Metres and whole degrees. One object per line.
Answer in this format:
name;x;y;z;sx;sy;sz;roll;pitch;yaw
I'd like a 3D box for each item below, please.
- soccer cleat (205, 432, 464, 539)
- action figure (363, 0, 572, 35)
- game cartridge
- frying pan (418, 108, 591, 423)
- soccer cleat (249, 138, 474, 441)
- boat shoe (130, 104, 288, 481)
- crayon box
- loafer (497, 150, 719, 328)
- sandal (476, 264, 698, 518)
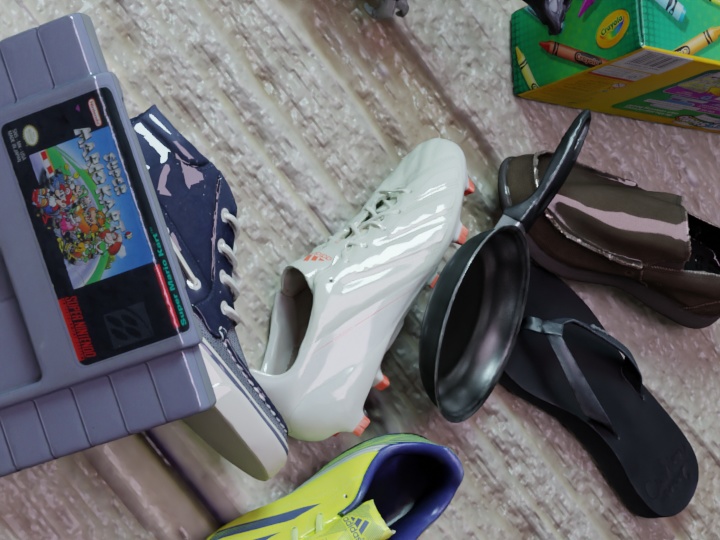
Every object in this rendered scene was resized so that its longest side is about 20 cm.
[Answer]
soccer cleat;-0.026;0.146;1.027;0.200;0.084;0.065;-36;101;-34
action figure;0.035;-0.203;1.136;0.199;0.102;0.119;23;74;-1
game cartridge;-0.156;-0.011;0.950;0.201;0.129;0.038;71;20;-1
frying pan;0.074;-0.008;1.092;0.115;0.031;0.191;9;97;-65
soccer cleat;0.000;0.000;1.088;0.077;0.069;0.201;35;65;-20
boat shoe;-0.083;0.007;1.012;0.093;0.075;0.200;-43;102;-21
crayon box;0.208;-0.135;1.226;0.199;0.119;0.059;6;77;-34
loafer;0.168;-0.030;1.198;0.199;0.071;0.073;21;52;-34
sandal;0.144;0.067;1.186;0.200;0.043;0.076;44;59;-19
